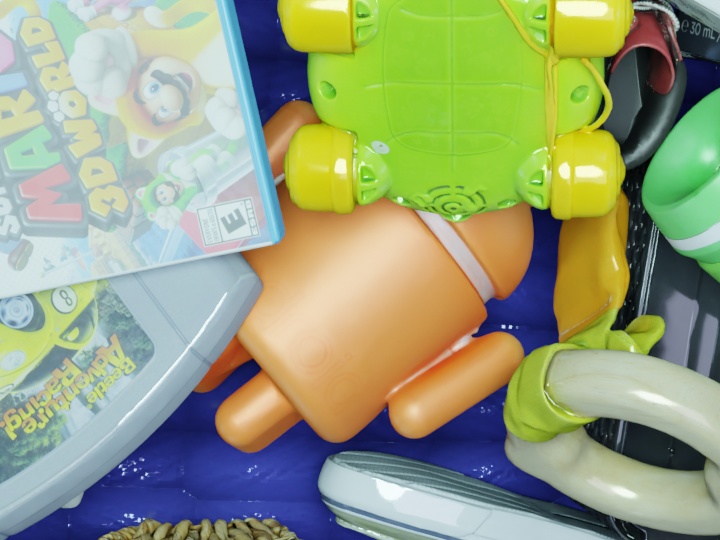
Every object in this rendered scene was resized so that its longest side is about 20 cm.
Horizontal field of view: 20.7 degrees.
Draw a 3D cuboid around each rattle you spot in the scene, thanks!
[{"bbox_3d":[0.172,0.058,0.894,0.198,0.143,0.131,14,134,12],"label":"rattle"}]

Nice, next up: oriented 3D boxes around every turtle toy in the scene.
[{"bbox_3d":[0.041,-0.110,0.823,0.144,0.101,0.202,2,123,5],"label":"turtle toy"}]

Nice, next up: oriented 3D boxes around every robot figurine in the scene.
[{"bbox_3d":[0.001,0.001,0.933,0.200,0.144,0.117,-42,132,-3],"label":"robot figurine"}]

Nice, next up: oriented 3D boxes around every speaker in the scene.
[{"bbox_3d":[0.223,0.003,0.897,0.199,0.088,0.089,38,91,-18],"label":"speaker"}]

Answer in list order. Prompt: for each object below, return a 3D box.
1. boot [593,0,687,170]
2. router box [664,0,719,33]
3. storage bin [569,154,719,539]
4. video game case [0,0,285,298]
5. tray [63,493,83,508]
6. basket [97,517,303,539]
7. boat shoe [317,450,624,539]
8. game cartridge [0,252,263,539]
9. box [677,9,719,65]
[{"bbox_3d":[0.124,-0.151,0.917,0.072,0.144,0.202,5,99,-10],"label":"boot"},{"bbox_3d":[0.215,-0.164,0.805,0.199,0.049,0.180,36,96,25],"label":"router box"},{"bbox_3d":[0.186,0.036,0.990,0.134,0.094,0.202,8,95,-12],"label":"storage bin"},{"bbox_3d":[-0.143,-0.063,0.843,0.198,0.018,0.145,-11,101,11],"label":"video game case"},{"bbox_3d":[-0.162,0.014,0.940,0.106,0.022,0.202,12,99,-17],"label":"tray"},{"bbox_3d":[-0.097,0.224,0.939,0.147,0.143,0.202,-4,99,-20],"label":"basket"},{"bbox_3d":[0.065,0.145,1.007,0.198,0.072,0.063,19,94,-22],"label":"boat shoe"},{"bbox_3d":[-0.147,0.033,0.878,0.200,0.041,0.133,-40,72,-1],"label":"game cartridge"},{"bbox_3d":[0.244,-0.186,0.938,0.106,0.148,0.202,6,100,-21],"label":"box"}]
